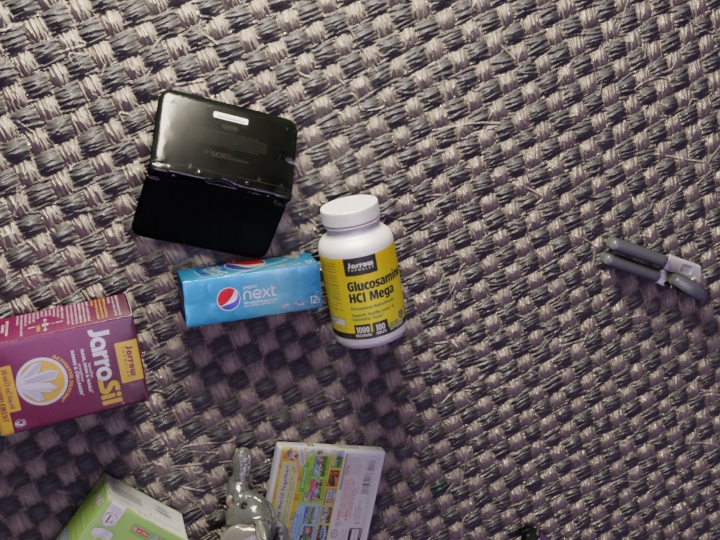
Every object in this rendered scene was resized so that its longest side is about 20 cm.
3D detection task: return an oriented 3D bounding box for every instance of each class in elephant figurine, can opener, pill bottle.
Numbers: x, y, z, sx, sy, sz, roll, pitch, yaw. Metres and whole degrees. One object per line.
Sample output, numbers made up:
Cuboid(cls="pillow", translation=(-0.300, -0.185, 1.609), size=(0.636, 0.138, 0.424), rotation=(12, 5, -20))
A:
Cuboid(cls="elephant figurine", translation=(-0.169, 0.402, 1.446), size=(0.154, 0.142, 0.201), rotation=(33, 97, -19))
Cuboid(cls="can opener", translation=(0.488, -0.006, 1.596), size=(0.197, 0.067, 0.053), rotation=(18, 101, -18))
Cuboid(cls="pill bottle", translation=(0.000, 0.000, 1.401), size=(0.111, 0.112, 0.203), rotation=(-16, 110, -14))

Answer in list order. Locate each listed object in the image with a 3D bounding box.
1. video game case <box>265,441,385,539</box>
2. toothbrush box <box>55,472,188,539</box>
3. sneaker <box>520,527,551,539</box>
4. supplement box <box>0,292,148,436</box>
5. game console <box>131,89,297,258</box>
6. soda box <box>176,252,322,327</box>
Cuboid(cls="video game case", translation=(-0.064, 0.371, 1.540), size=(0.179, 0.023, 0.203), rotation=(6, 104, -21))
Cuboid(cls="toothbrush box", translation=(-0.368, 0.423, 1.416), size=(0.145, 0.086, 0.201), rotation=(34, 92, -25))
Cuboid(cls="sneaker", translation=(0.253, 0.531, 1.679), size=(0.088, 0.076, 0.200), rotation=(43, 85, -10))
Cuboid(cls="supplement box", translation=(-0.397, 0.124, 1.308), size=(0.197, 0.103, 0.133), rotation=(-13, 109, -15))
Cuboid(cls="game console", translation=(-0.202, -0.130, 1.346), size=(0.197, 0.116, 0.179), rotation=(11, 72, -22))
Cuboid(cls="soda box", translation=(-0.157, 0.026, 1.382), size=(0.197, 0.064, 0.069), rotation=(-8, 108, -17))
